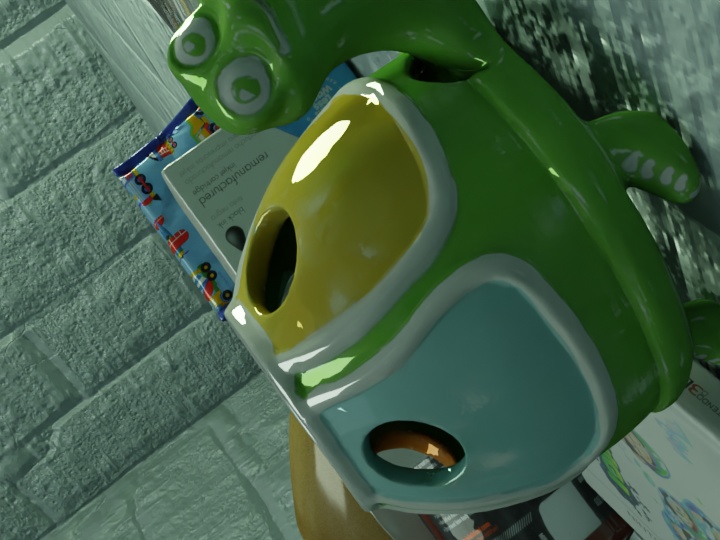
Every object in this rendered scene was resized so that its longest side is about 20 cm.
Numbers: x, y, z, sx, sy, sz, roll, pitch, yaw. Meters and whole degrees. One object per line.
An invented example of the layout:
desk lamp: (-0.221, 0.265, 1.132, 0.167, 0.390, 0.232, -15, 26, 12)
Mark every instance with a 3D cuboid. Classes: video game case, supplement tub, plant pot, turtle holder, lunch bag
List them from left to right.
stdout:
lunch bag: (-0.091, -0.036, 0.992, 0.151, 0.094, 0.200, 52, -175, 14)
plant pot: (0.010, 0.132, 1.059, 0.186, 0.185, 0.201, 46, 158, 47)
turtle holder: (0.026, -0.003, 0.375, 0.141, 0.131, 0.186, 51, 173, 30)
supplement tub: (0.065, 0.099, 0.715, 0.201, 0.107, 0.107, 53, 173, 8)
video game case: (0.132, 0.084, 0.529, 0.182, 0.024, 0.201, 46, 169, 50)

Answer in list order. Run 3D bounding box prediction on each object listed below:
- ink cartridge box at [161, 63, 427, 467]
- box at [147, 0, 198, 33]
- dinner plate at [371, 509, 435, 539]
ink cartridge box: (0.000, 0.000, 0.641, 0.201, 0.115, 0.067, 53, 172, 8)
box: (-0.112, -0.200, 0.710, 0.159, 0.048, 0.200, 50, 172, 28)
dinner plate: (0.047, 0.112, 0.874, 0.200, 0.024, 0.202, 36, -140, -36)
